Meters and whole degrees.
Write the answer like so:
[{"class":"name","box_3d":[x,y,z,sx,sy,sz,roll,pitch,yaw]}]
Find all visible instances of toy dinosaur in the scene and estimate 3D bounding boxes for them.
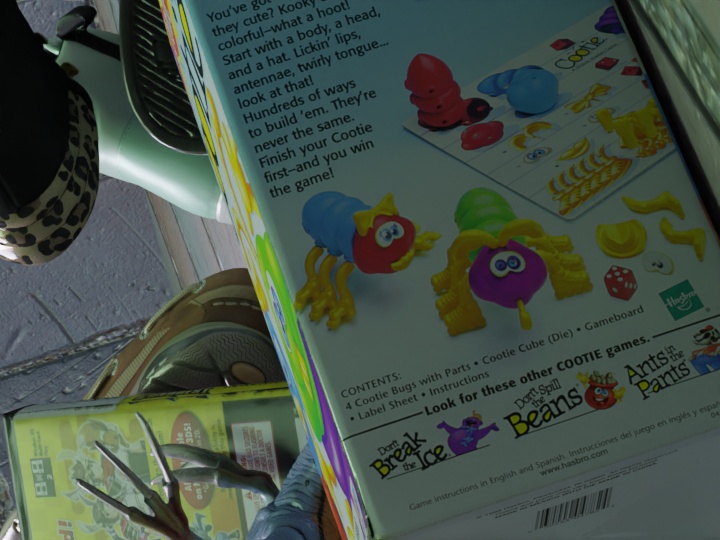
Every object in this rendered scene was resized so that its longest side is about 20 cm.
[{"class":"toy dinosaur","box_3d":[-0.020,0.104,0.908,0.200,0.182,0.105,33,-163,-16]}]

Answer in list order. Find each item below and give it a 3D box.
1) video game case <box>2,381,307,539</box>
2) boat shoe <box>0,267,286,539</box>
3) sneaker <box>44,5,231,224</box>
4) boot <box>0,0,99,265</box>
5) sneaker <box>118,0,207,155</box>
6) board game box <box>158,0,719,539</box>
[{"class":"video game case","box_3d":[-0.045,0.144,0.965,0.025,0.180,0.201,-16,-81,-61]},{"class":"boat shoe","box_3d":[-0.088,0.073,1.055,0.076,0.200,0.072,30,-141,-21]},{"class":"sneaker","box_3d":[-0.079,-0.087,1.078,0.200,0.118,0.074,-69,-1,-71]},{"class":"boot","box_3d":[-0.160,-0.109,0.935,0.151,0.073,0.200,62,-176,-50]},{"class":"sneaker","box_3d":[-0.031,-0.138,0.895,0.121,0.083,0.201,5,-89,-75]},{"class":"board game box","box_3d":[0.020,-0.020,0.651,0.103,0.105,0.201,86,165,-66]}]
